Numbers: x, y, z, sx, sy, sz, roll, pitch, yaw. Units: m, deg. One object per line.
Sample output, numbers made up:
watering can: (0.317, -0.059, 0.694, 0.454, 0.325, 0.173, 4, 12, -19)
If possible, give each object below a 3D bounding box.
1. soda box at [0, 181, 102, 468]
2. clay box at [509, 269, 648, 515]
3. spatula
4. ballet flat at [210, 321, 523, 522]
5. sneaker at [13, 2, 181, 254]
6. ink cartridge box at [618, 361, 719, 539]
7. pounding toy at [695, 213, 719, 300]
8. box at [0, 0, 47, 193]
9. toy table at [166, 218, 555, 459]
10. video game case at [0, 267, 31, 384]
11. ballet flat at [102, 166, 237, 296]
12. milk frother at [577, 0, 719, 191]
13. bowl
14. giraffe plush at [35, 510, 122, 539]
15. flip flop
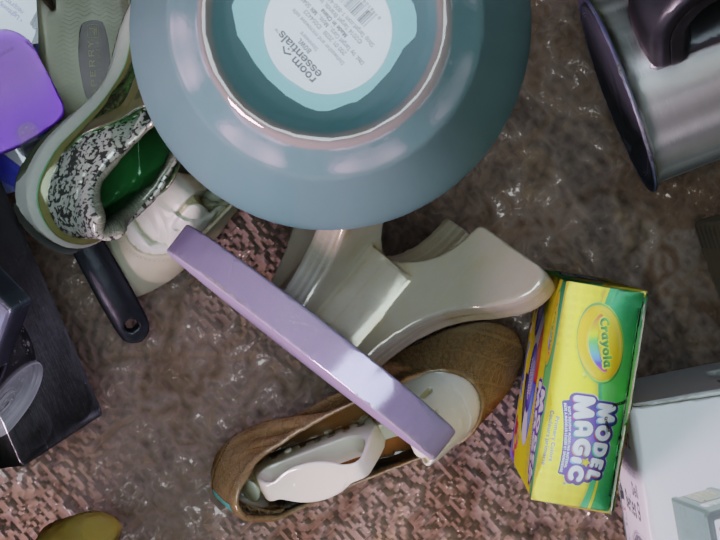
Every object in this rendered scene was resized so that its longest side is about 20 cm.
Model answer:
soda box: (-0.224, 0.010, 1.059, 0.063, 0.071, 0.201, -12, 105, 44)
clay box: (0.116, 0.061, 1.013, 0.047, 0.200, 0.115, 9, 91, 2)
spatula: (-0.169, -0.042, 1.060, 0.056, 0.021, 0.200, -30, 114, -6)
ballet flat: (0.007, 0.094, 1.078, 0.199, 0.072, 0.068, -22, 111, 1)
sneaker: (-0.101, -0.089, 1.017, 0.077, 0.089, 0.200, 37, 82, -36)
ink cartridge box: (0.194, 0.158, 1.041, 0.084, 0.146, 0.201, -9, 91, 2)
pounding toy: (0.312, 0.039, 1.035, 0.184, 0.142, 0.201, -19, 91, 3)
box: (-0.180, -0.144, 1.097, 0.119, 0.041, 0.200, 37, 95, 0)
toy table: (0.000, 0.000, 1.018, 0.200, 0.184, 0.117, 38, 85, 21)
video game case: (-0.256, 0.034, 1.035, 0.143, 0.019, 0.200, 43, 136, 15)
ballet flat: (-0.089, -0.061, 1.082, 0.200, 0.069, 0.069, -45, 90, 3)
milk frother: (0.210, -0.179, 1.051, 0.188, 0.181, 0.200, -21, 48, 2)
bowl: (-0.015, -0.117, 0.880, 0.200, 0.105, 0.202, 0, 94, 1)
giraffe plush: (-0.243, 0.193, 1.027, 0.162, 0.200, 0.173, 23, 94, 2)
flip flop: (-0.159, -0.172, 1.046, 0.081, 0.058, 0.201, -5, 93, 4)
